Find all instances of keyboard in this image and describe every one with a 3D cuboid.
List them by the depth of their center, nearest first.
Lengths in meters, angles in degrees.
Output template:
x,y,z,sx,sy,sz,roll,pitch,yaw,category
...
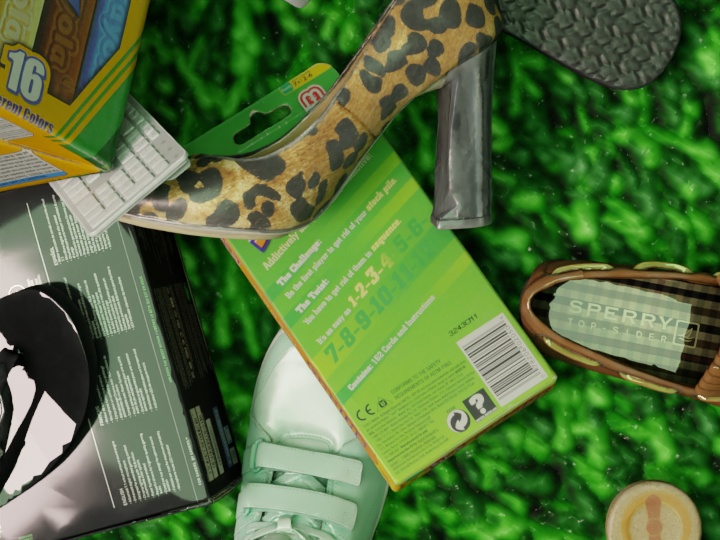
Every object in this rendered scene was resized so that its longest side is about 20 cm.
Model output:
x,y,z,sx,sy,sz,roll,pitch,yaw,category
-0.128,-0.063,1.117,0.056,0.200,0.011,-35,116,-6,keyboard

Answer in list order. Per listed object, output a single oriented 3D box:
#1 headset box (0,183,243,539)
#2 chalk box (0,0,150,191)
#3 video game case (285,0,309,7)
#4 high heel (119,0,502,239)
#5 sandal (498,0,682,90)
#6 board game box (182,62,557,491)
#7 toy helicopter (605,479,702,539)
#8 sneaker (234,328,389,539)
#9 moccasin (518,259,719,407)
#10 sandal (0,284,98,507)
x,y,z,sx,sy,sz,roll,pitch,yaw,category
-0.181,0.053,1.172,0.200,0.093,0.174,-17,90,7,headset box
-0.175,-0.151,1.091,0.125,0.124,0.200,-7,62,42,chalk box
-0.035,-0.253,1.145,0.182,0.023,0.200,39,96,30,video game case
-0.031,-0.088,1.108,0.200,0.071,0.143,-3,100,-15,high heel
0.064,-0.153,1.165,0.200,0.048,0.075,33,94,-8,sandal
0.000,0.000,1.155,0.095,0.030,0.200,-32,79,-10,board game box
0.113,0.197,1.151,0.132,0.079,0.200,29,92,3,toy helicopter
-0.029,0.121,1.143,0.074,0.118,0.201,4,91,8,sneaker
0.176,0.030,1.135,0.201,0.078,0.074,16,92,6,moccasin
-0.196,0.093,1.107,0.076,0.043,0.200,42,97,3,sandal
